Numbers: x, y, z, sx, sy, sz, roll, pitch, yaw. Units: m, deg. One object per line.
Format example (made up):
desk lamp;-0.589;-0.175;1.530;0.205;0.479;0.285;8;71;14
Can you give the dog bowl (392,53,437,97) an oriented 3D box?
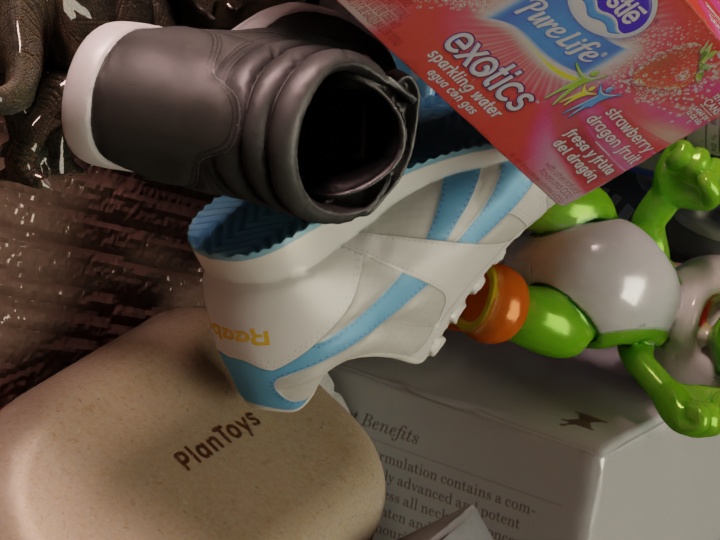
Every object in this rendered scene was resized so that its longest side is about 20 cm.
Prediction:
dog bowl;0.054;-0.092;1.301;0.200;0.049;0.112;-14;118;-59

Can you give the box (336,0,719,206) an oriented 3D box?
box;0.054;-0.121;1.014;0.200;0.095;0.100;39;28;-51

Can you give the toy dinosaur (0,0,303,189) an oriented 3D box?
toy dinosaur;-0.103;-0.082;1.008;0.200;0.077;0.103;-5;98;-56

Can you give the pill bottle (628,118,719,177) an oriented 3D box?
pill bottle;0.174;-0.087;1.257;0.112;0.199;0.113;-39;138;-48

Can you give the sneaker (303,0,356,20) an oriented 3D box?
sneaker;-0.021;-0.127;1.136;0.202;0.075;0.115;-67;163;3

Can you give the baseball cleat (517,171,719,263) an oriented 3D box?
baseball cleat;0.138;-0.016;1.365;0.069;0.200;0.107;4;109;-22

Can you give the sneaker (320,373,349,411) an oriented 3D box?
sneaker;-0.040;0.127;1.232;0.077;0.081;0.201;-18;98;-62

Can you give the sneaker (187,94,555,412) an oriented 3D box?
sneaker;0.019;-0.014;1.114;0.199;0.076;0.081;-25;118;-32

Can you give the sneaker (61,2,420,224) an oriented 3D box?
sneaker;-0.013;-0.052;1.006;0.200;0.099;0.071;-8;112;-61

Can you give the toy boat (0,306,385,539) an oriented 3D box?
toy boat;-0.091;0.109;1.099;0.200;0.130;0.131;-31;161;-53

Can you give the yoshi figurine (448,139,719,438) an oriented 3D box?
yoshi figurine;0.135;0.013;1.215;0.199;0.112;0.113;20;121;-29

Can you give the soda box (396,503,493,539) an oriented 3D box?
soda box;-0.021;0.168;1.157;0.063;0.200;0.069;-32;91;-51

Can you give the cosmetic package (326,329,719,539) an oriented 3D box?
cosmetic package;0.062;0.133;1.317;0.166;0.167;0.201;-19;123;-56
